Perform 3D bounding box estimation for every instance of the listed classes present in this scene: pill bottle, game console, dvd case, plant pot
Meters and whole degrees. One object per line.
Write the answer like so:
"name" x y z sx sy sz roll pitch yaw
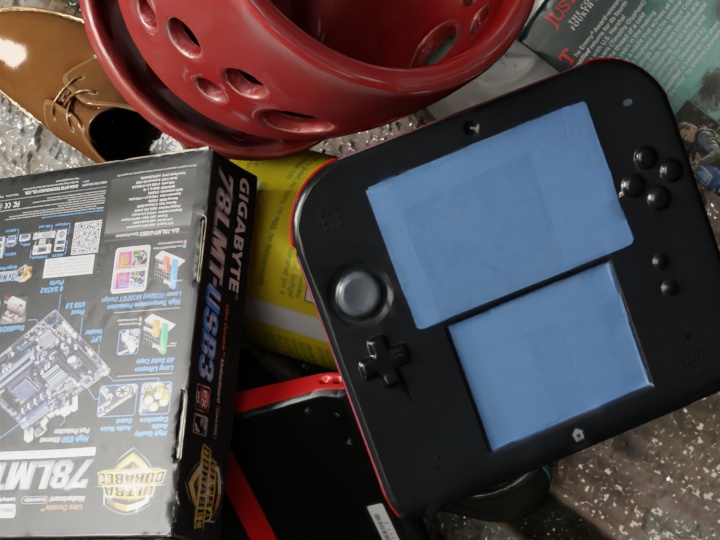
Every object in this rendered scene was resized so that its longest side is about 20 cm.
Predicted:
"pill bottle" 0.000 0.000 0.992 0.199 0.114 0.115 16 97 19
"game console" -0.044 0.153 0.973 0.176 0.031 0.201 -16 114 21
"dvd case" 0.201 -0.116 0.932 0.200 0.022 0.146 36 104 -4
"game console" 0.078 0.006 0.889 0.199 0.031 0.178 -21 93 -8
"plant pot" -0.034 -0.156 0.920 0.182 0.200 0.202 -29 80 57

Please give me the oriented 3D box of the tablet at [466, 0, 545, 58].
"tablet" 0.157 -0.170 0.952 0.199 0.014 0.131 8 92 5

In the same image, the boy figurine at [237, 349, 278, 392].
"boy figurine" -0.043 0.127 1.040 0.124 0.064 0.200 -46 75 12

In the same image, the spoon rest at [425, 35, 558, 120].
"spoon rest" 0.100 -0.078 0.986 0.099 0.061 0.201 -31 69 3

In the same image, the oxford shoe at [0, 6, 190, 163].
"oxford shoe" -0.158 -0.101 1.071 0.199 0.071 0.072 31 103 18

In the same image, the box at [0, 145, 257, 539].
"box" -0.155 0.046 0.947 0.199 0.050 0.200 -6 71 30

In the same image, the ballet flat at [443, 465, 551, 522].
"ballet flat" 0.008 0.092 0.981 0.199 0.068 0.068 5 67 -5
